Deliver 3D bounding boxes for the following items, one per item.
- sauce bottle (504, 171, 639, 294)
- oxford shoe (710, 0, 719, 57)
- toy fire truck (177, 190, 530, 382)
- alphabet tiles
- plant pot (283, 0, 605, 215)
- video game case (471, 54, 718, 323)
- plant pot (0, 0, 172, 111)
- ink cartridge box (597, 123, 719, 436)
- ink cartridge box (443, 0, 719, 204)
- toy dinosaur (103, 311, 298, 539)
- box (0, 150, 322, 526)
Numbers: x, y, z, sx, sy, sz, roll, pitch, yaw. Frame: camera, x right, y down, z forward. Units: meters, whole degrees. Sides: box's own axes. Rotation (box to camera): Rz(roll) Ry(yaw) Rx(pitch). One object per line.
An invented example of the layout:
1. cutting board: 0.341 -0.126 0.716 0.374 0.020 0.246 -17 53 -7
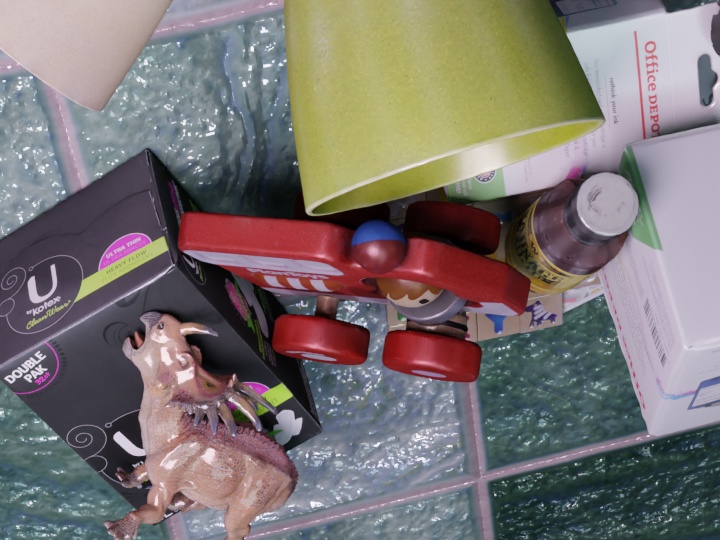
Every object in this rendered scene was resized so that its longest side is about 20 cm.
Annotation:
1. sauce bottle: 0.140 -0.027 1.366 0.065 0.067 0.200 -10 171 -7
2. oxford shoe: 0.307 -0.211 1.313 0.073 0.084 0.201 33 83 -48
3. toy fire truck: 0.000 0.000 1.341 0.199 0.113 0.168 7 172 24
4. alphabet tiles: 0.113 -0.016 1.489 0.198 0.008 0.168 -11 132 -7
5. plant pot: 0.029 -0.156 1.235 0.186 0.201 0.187 -16 176 -1
6. video game case: 0.184 -0.064 1.487 0.199 0.023 0.182 -26 132 7
7. plant pot: -0.148 -0.225 1.159 0.200 0.187 0.187 -46 129 6
8. ink cartridge box: 0.223 0.010 1.392 0.087 0.146 0.200 -13 160 -6
9. ink cartridge box: 0.144 -0.125 1.373 0.198 0.067 0.118 -11 123 -1
10. toy dinosaur: -0.090 0.122 1.366 0.136 0.086 0.200 -45 134 14
11. box: -0.144 0.050 1.422 0.148 0.125 0.200 -30 132 10
